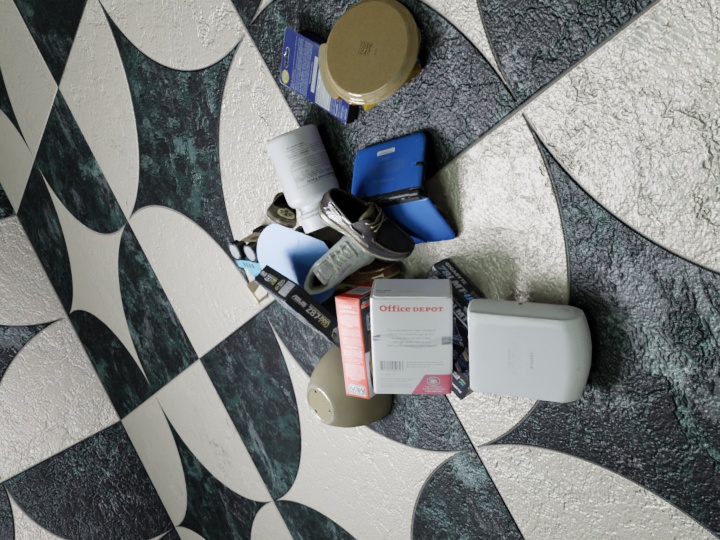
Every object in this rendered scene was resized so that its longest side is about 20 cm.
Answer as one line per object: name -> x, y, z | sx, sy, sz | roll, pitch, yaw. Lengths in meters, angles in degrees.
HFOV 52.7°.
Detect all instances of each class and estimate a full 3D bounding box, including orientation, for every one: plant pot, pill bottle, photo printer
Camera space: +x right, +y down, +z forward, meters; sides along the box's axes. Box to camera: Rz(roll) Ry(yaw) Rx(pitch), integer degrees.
plant pot -> -0.044, 0.277, 1.654 | 0.199, 0.134, 0.202 | 25, 127, 39
pill bottle -> -0.108, -0.186, 1.491 | 0.114, 0.114, 0.202 | -14, 99, 51
photo printer -> 0.281, 0.133, 1.209 | 0.198, 0.069, 0.168 | 5, 114, 22

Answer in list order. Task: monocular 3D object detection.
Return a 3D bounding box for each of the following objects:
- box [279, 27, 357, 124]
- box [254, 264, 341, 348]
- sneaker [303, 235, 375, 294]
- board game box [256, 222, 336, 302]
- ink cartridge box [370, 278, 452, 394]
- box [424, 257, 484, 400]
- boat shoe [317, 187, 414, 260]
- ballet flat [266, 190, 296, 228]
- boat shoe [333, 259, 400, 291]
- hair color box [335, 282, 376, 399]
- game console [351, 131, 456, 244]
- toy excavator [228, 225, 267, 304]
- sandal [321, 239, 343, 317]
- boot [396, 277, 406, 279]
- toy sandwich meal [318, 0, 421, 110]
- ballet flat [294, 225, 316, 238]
box -> -0.078, -0.384, 1.414 | 0.199, 0.032, 0.122 | 37, 134, 28
box -> -0.121, 0.071, 1.480 | 0.161, 0.049, 0.200 | 45, 170, -25
sneaker -> -0.035, -0.015, 1.428 | 0.075, 0.100, 0.200 | 48, 119, 3
board game box -> -0.128, -0.025, 1.557 | 0.198, 0.039, 0.159 | 20, 128, 17
ink cartridge box -> 0.095, 0.119, 1.321 | 0.145, 0.083, 0.202 | 0, 114, 6
box -> 0.177, 0.114, 1.378 | 0.200, 0.049, 0.199 | 48, 138, 22
boat shoe -> 0.011, -0.086, 1.345 | 0.199, 0.075, 0.073 | 27, 155, 2
ballet flat -> -0.162, -0.137, 1.562 | 0.067, 0.200, 0.047 | 27, 106, -11
boat shoe -> 0.000, 0.000, 1.501 | 0.199, 0.072, 0.068 | -7, 103, 50
hair color box -> 0.011, 0.135, 1.419 | 0.061, 0.101, 0.202 | 4, 108, 35
game console -> 0.084, -0.147, 1.369 | 0.199, 0.118, 0.173 | -5, 75, 50
toy excavator -> -0.244, 0.000, 1.778 | 0.194, 0.100, 0.202 | 8, 124, 48
sandal -> -0.073, 0.032, 1.608 | 0.048, 0.075, 0.203 | -5, 97, 48
boot -> 0.073, 0.120, 1.408 | 0.073, 0.075, 0.202 | 0, 109, 50
toy sandwich meal -> 0.020, -0.373, 1.269 | 0.203, 0.070, 0.207 | -2, 86, 28
ballet flat -> -0.111, -0.009, 1.645 | 0.071, 0.071, 0.202 | 6, 112, 47
